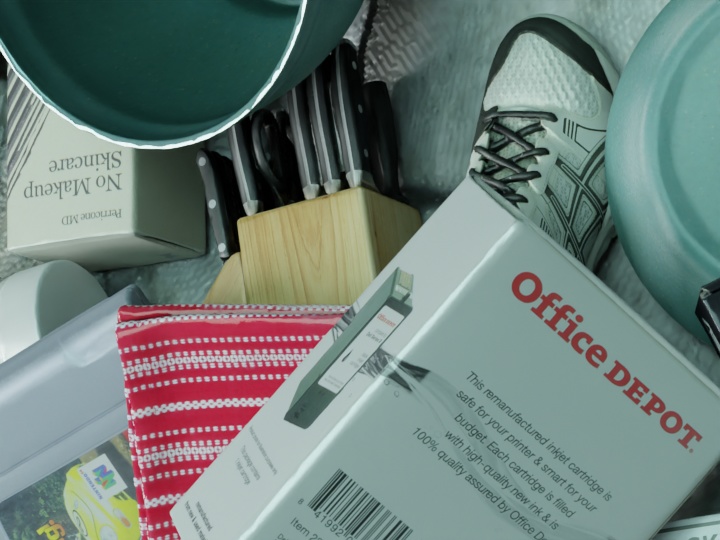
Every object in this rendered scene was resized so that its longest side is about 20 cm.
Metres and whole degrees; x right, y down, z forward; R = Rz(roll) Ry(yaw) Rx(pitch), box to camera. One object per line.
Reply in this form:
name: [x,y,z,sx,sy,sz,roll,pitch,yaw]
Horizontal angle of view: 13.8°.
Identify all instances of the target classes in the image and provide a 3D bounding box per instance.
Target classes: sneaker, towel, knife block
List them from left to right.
towel: [-0.034,0.112,1.330,0.144,0.022,0.201,0,109,16]
knife block: [0.000,0.000,1.389,0.200,0.064,0.176,35,99,29]
sneaker: [0.073,-0.023,1.341,0.075,0.088,0.202,-2,78,30]

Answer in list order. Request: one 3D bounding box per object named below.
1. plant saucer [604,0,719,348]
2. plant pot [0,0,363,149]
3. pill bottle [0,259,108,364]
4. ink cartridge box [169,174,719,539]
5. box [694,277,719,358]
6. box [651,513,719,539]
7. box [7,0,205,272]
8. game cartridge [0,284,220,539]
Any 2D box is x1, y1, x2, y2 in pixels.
plant saucer: [0.198,-0.057,1.294,0.199,0.036,0.202,-4,79,20]
plant pot: [-0.067,-0.168,1.370,0.199,0.134,0.202,11,110,32]
pill bottle: [-0.218,0.063,1.469,0.199,0.111,0.112,-19,72,24]
ink cartridge box: [0.042,0.084,1.256,0.200,0.146,0.084,-48,21,3]
box: [0.251,0.063,1.208,0.160,0.049,0.201,-26,77,-2]
box: [0.177,0.202,1.258,0.116,0.060,0.201,-10,76,26]
box: [-0.126,-0.105,1.475,0.082,0.068,0.201,-9,76,27]
game cartridge: [-0.102,0.120,1.384,0.133,0.041,0.201,-30,100,24]
